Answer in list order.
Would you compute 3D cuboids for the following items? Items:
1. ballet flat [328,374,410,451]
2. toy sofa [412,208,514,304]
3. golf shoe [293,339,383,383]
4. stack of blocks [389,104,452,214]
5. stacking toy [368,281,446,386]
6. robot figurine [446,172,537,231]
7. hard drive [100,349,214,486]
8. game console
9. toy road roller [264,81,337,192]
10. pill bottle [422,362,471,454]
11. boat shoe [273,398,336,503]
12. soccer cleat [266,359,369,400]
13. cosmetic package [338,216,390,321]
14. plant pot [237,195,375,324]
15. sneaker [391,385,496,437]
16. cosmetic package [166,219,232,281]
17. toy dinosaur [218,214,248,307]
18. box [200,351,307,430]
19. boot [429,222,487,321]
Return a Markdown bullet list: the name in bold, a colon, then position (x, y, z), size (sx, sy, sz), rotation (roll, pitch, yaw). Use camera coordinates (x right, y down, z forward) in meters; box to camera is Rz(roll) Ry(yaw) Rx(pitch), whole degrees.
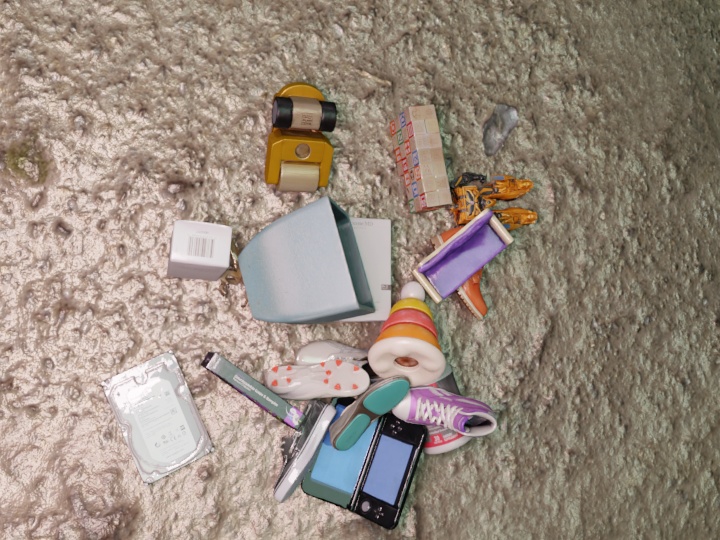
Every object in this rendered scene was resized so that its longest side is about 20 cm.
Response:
- **ballet flat**: position (0.011, 0.252, 1.332), size (0.067, 0.064, 0.200), rotation (36, 104, -28)
- **toy sofa**: position (0.201, -0.027, 1.404), size (0.199, 0.098, 0.083), rotation (-39, 84, -4)
- **golf shoe**: position (-0.028, 0.176, 1.378), size (0.196, 0.097, 0.080), rotation (6, 84, -16)
- **stack of blocks**: position (0.122, -0.223, 1.462), size (0.058, 0.115, 0.204), rotation (-9, 88, -18)
- **stacking toy**: position (0.096, 0.102, 1.348), size (0.144, 0.146, 0.202), rotation (22, 51, -14)
- **robot figurine**: position (0.280, -0.144, 1.535), size (0.196, 0.058, 0.148), rotation (-5, 84, -19)
- **hard drive**: position (-0.365, 0.264, 1.288), size (0.138, 0.038, 0.203), rotation (-23, 90, -19)
- **game console**: position (0.008, 0.362, 1.362), size (0.116, 0.174, 0.203), rotation (31, 74, -41)
- **toy road roller**: position (-0.124, -0.267, 1.401), size (0.121, 0.147, 0.203), rotation (1, 120, -18)
- **pill bottle**: position (0.143, 0.250, 1.417), size (0.109, 0.111, 0.203), rotation (-20, 90, -19)
- **boat shoe**: position (-0.119, 0.337, 1.352), size (0.070, 0.072, 0.202), rotation (27, 70, 11)
- **soccer cleat**: position (-0.078, 0.209, 1.336), size (0.196, 0.078, 0.070), rotation (-1, 59, 7)
- **cosmetic package**: position (0.000, 0.000, 1.414), size (0.111, 0.081, 0.204), rotation (0, 85, -16)
- **plant pot**: position (-0.103, 0.007, 1.279), size (0.197, 0.196, 0.199), rotation (-18, 82, 8)
- **sneaker**: position (0.154, 0.259, 1.306), size (0.196, 0.114, 0.074), rotation (5, 92, 2)
- **cosmetic package**: position (-0.288, -0.031, 1.260), size (0.100, 0.200, 0.076), rotation (7, 82, -17)
- **toy dinosaur**: position (-0.227, 0.004, 1.363), size (0.101, 0.058, 0.201), rotation (-45, 105, -33)
- **box**: position (-0.198, 0.217, 1.293), size (0.199, 0.143, 0.036), rotation (39, 75, -10)
- **boot**: position (0.233, 0.002, 1.480), size (0.106, 0.075, 0.203), rotation (-25, 92, 1)
